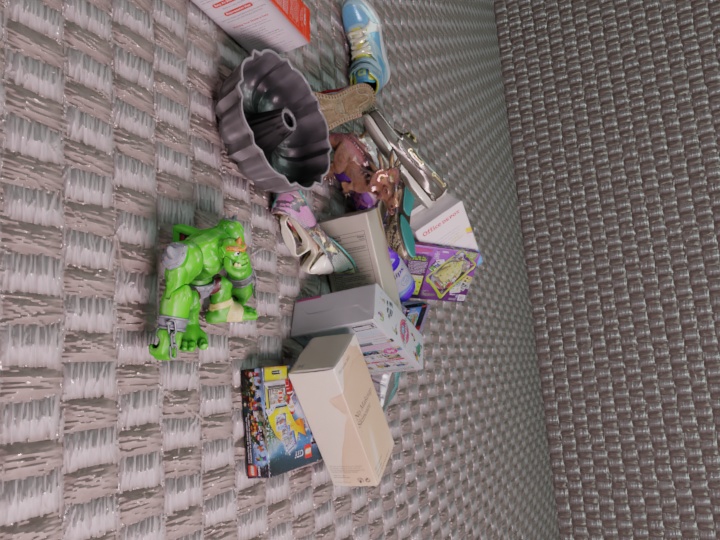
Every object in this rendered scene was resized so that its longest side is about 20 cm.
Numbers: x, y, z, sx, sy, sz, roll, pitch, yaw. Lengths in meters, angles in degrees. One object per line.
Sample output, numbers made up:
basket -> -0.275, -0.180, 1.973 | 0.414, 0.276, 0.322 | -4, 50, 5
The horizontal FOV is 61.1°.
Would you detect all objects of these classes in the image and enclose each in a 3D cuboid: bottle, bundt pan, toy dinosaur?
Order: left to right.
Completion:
bundt pan -> -0.128, -0.203, 0.870 | 0.201, 0.075, 0.206 | 30, 53, -49
toy dinosaur -> -0.003, -0.182, 1.024 | 0.199, 0.135, 0.086 | 40, 75, -7
bottle -> 0.039, -0.010, 1.182 | 0.083, 0.065, 0.201 | -43, 135, -8

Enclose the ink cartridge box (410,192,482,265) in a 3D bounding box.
ink cartridge box -> 0.170, -0.084, 1.381 | 0.125, 0.127, 0.202 | 44, -17, 56

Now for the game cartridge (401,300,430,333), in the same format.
game cartridge -> 0.083, 0.126, 1.224 | 0.199, 0.038, 0.132 | -1, 115, -65

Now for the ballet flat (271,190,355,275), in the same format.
ballet flat -> -0.080, -0.042, 0.966 | 0.072, 0.068, 0.201 | -57, 131, -26

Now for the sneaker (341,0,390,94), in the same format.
sneaker -> 0.005, -0.455, 1.262 | 0.202, 0.078, 0.132 | 64, 29, -31

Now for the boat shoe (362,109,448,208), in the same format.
boat shoe -> 0.079, -0.204, 1.072 | 0.203, 0.060, 0.072 | 50, 0, -19

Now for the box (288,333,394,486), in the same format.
box -> -0.024, 0.203, 0.885 | 0.095, 0.076, 0.204 | -55, 131, -55

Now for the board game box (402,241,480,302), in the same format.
board game box -> 0.163, 0.004, 1.326 | 0.196, 0.032, 0.122 | 6, 114, -31

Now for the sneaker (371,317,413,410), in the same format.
sneaker -> 0.044, 0.180, 1.111 | 0.203, 0.076, 0.091 | -64, 157, -11

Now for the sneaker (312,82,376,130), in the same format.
sneaker -> -0.078, -0.272, 1.052 | 0.197, 0.111, 0.073 | -23, 106, -34

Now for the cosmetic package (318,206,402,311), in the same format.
cosmetic package -> 0.000, 0.000, 1.070 | 0.071, 0.103, 0.205 | -33, 113, -65

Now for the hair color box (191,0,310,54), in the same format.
hair color box -> -0.161, -0.382, 0.851 | 0.199, 0.099, 0.063 | 27, 58, -61

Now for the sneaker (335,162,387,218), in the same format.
sneaker -> 0.008, -0.145, 1.172 | 0.200, 0.079, 0.091 | 40, 54, -56

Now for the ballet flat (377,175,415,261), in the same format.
ballet flat -> 0.064, -0.093, 1.121 | 0.068, 0.074, 0.204 | 47, 37, -45

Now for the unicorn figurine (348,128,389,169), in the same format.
unicorn figurine -> 0.024, -0.246, 1.256 | 0.139, 0.073, 0.201 | 58, 18, -24

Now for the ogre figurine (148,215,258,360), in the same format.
ogre figurine -> -0.177, 0.012, 0.701 | 0.198, 0.097, 0.123 | -23, 121, -50

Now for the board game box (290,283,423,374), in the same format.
board game box -> 0.001, 0.105, 0.984 | 0.200, 0.145, 0.066 | 49, 37, -50

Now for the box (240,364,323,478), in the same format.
box -> -0.094, 0.205, 0.871 | 0.199, 0.037, 0.140 | 14, 69, -64
